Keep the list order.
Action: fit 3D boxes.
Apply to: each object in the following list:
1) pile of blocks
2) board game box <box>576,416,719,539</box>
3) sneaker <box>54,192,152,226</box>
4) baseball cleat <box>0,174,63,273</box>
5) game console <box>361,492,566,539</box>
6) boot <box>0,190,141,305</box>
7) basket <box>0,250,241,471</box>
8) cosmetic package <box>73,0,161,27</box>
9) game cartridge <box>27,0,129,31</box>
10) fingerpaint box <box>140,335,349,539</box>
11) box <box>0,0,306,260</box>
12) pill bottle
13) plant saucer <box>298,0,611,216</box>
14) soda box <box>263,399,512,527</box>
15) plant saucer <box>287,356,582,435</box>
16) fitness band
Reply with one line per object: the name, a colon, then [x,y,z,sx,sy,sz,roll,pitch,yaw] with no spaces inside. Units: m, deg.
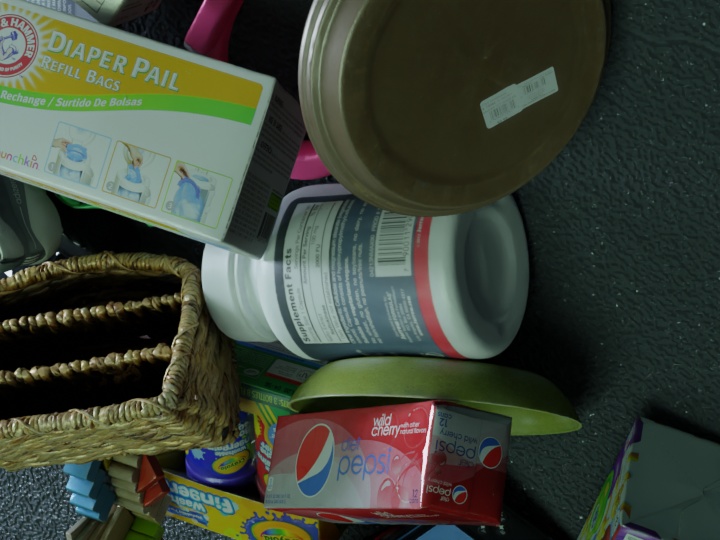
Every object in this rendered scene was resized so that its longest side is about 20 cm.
pile of blocks: [-0.179,0.180,1.146,0.062,0.082,0.201,12,126,28]
board game box: [0.198,0.217,1.023,0.102,0.105,0.201,19,130,3]
sneaker: [-0.203,-0.096,1.067,0.199,0.084,0.074,26,135,14]
baseball cleat: [-0.295,-0.076,1.042,0.200,0.106,0.070,40,120,16]
game console: [0.032,0.246,1.111,0.172,0.119,0.200,38,128,-15]
boot: [-0.281,-0.011,1.176,0.199,0.077,0.169,34,128,-2]
basket: [-0.196,0.054,1.036,0.198,0.149,0.144,-8,74,13]
cosmetic package: [-0.126,-0.257,0.890,0.105,0.071,0.200,41,118,2]
game cartridge: [-0.218,-0.208,1.006,0.132,0.040,0.202,12,114,15]
fingerpaint box: [-0.106,0.123,1.168,0.198,0.073,0.168,15,128,21]
box: [-0.148,-0.089,0.928,0.198,0.112,0.102,18,88,10]
pill bottle: [0.000,0.000,0.991,0.199,0.120,0.120,-3,120,32]
plant saucer: [0.061,-0.118,0.842,0.029,0.199,0.202,-134,30,-53]
soda box: [0.013,0.129,0.982,0.063,0.071,0.199,17,163,-29]
plant saucer: [0.050,0.085,1.008,0.198,0.200,0.031,-3,75,32]
fitness band: [-0.035,-0.145,0.968,0.143,0.037,0.200,40,133,0]
